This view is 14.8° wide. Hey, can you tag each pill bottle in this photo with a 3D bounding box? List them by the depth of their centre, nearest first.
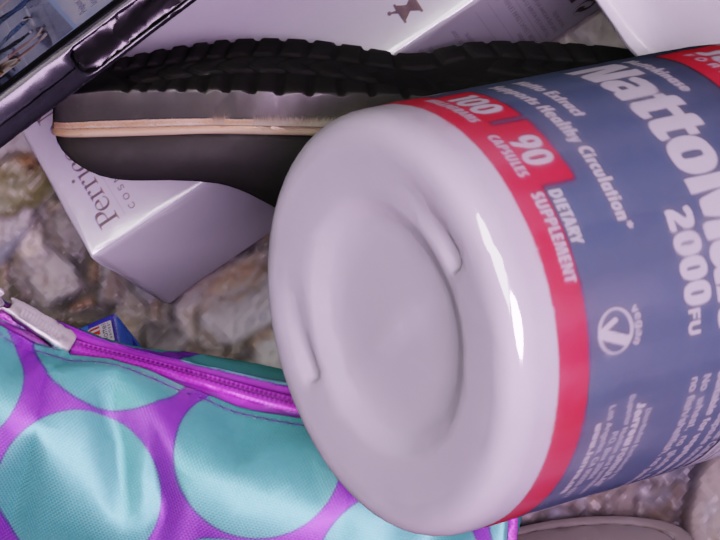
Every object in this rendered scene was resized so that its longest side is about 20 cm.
[{"bbox_3d":[0.085,-0.003,0.806,0.199,0.120,0.120,-13,66,-34],"label":"pill bottle"}]

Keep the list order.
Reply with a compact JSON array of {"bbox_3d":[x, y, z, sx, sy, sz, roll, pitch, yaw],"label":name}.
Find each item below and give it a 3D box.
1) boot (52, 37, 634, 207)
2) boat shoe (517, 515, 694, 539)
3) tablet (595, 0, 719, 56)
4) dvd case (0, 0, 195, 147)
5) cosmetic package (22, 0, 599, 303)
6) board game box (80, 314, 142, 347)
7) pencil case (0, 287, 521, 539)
[{"bbox_3d":[0.000,0.000,0.894,0.199,0.078,0.139,2,108,-2],"label":"boot"},{"bbox_3d":[0.024,0.143,0.916,0.199,0.073,0.063,-24,114,3],"label":"boat shoe"},{"bbox_3d":[0.072,-0.142,0.928,0.014,0.130,0.200,-42,68,24],"label":"tablet"},{"bbox_3d":[-0.071,-0.117,0.902,0.200,0.018,0.143,-37,30,0],"label":"dvd case"},{"bbox_3d":[-0.026,-0.092,0.966,0.200,0.081,0.113,-35,71,4],"label":"cosmetic package"},{"bbox_3d":[-0.152,0.119,0.941,0.199,0.045,0.152,-24,49,9],"label":"board game box"},{"bbox_3d":[-0.049,0.060,0.860,0.199,0.085,0.093,12,119,-3],"label":"pencil case"}]
